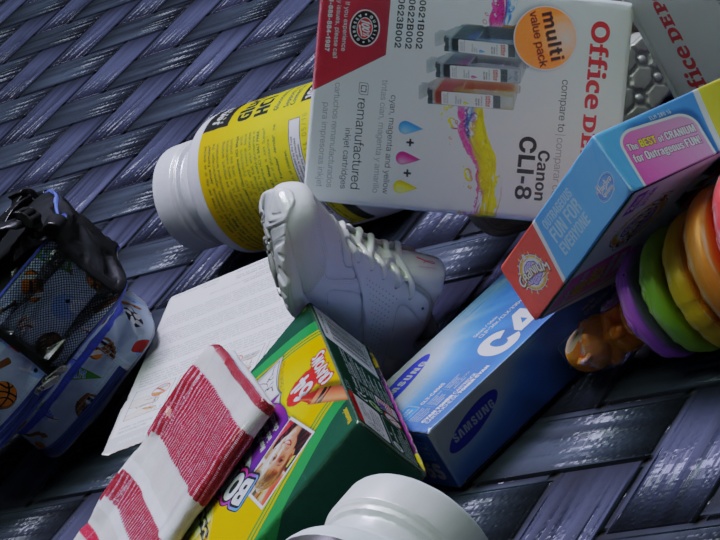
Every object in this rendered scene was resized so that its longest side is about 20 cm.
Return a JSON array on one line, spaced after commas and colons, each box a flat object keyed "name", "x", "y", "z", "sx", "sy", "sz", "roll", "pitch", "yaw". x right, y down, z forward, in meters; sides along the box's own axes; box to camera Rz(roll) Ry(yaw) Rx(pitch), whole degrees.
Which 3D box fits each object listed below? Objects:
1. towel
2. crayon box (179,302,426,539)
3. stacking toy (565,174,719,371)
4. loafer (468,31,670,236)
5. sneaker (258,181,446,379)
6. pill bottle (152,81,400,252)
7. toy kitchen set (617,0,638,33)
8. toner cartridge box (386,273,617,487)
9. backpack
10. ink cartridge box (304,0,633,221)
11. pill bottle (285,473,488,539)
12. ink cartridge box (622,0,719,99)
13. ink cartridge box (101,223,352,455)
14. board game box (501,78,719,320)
[{"name": "towel", "x": -0.128, "y": 0.140, "z": 1.567, "sx": 0.200, "sy": 0.023, "sz": 0.144, "roll": -54, "pitch": 19, "yaw": 2}, {"name": "crayon box", "x": -0.052, "y": 0.129, "z": 1.526, "sx": 0.173, "sy": 0.058, "sz": 0.200, "roll": -49, "pitch": 19, "yaw": 8}, {"name": "stacking toy", "x": 0.190, "y": 0.010, "z": 1.498, "sx": 0.200, "sy": 0.110, "sz": 0.116, "roll": -29, "pitch": 18, "yaw": 40}, {"name": "loafer", "x": 0.142, "y": -0.090, "z": 1.825, "sx": 0.200, "sy": 0.070, "sz": 0.070, "roll": -40, "pitch": 8, "yaw": -25}, {"name": "sneaker", "x": 0.000, "y": 0.000, "z": 1.650, "sx": 0.099, "sy": 0.200, "sz": 0.078, "roll": -20, "pitch": 55, "yaw": 5}, {"name": "pill bottle", "x": -0.058, "y": -0.077, "z": 1.995, "sx": 0.200, "sy": 0.113, "sz": 0.113, "roll": -15, "pitch": 26, "yaw": 36}, {"name": "toy kitchen set", "x": 0.283, "y": -0.201, "z": 1.865, "sx": 0.163, "sy": 0.180, "sz": 0.200, "roll": -48, "pitch": -14, "yaw": -45}, {"name": "toner cartridge box", "x": 0.090, "y": 0.050, "z": 1.600, "sx": 0.200, "sy": 0.043, "sz": 0.095, "roll": -42, "pitch": 21, "yaw": -26}, {"name": "backpack", "x": -0.247, "y": 0.049, "z": 1.898, "sx": 0.190, "sy": 0.154, "sz": 0.200, "roll": -44, "pitch": 9, "yaw": 1}, {"name": "ink cartridge box", "x": 0.068, "y": -0.109, "z": 1.690, "sx": 0.199, "sy": 0.146, "sz": 0.145, "roll": 5, "pitch": 4, "yaw": -1}, {"name": "pill bottle", "x": -0.018, "y": 0.200, "z": 1.306, "sx": 0.116, "sy": 0.117, "sz": 0.200, "roll": -10, "pitch": 30, "yaw": 44}, {"name": "ink cartridge box", "x": 0.287, "y": -0.190, "z": 1.725, "sx": 0.200, "sy": 0.145, "sz": 0.084, "roll": -17, "pitch": 24, "yaw": 34}, {"name": "ink cartridge box", "x": -0.080, "y": 0.061, "z": 1.819, "sx": 0.161, "sy": 0.050, "sz": 0.200, "roll": -22, "pitch": 28, "yaw": 24}, {"name": "board game box", "x": 0.192, "y": -0.058, "z": 1.531, "sx": 0.200, "sy": 0.040, "sz": 0.153, "roll": -25, "pitch": -18, "yaw": -30}]
